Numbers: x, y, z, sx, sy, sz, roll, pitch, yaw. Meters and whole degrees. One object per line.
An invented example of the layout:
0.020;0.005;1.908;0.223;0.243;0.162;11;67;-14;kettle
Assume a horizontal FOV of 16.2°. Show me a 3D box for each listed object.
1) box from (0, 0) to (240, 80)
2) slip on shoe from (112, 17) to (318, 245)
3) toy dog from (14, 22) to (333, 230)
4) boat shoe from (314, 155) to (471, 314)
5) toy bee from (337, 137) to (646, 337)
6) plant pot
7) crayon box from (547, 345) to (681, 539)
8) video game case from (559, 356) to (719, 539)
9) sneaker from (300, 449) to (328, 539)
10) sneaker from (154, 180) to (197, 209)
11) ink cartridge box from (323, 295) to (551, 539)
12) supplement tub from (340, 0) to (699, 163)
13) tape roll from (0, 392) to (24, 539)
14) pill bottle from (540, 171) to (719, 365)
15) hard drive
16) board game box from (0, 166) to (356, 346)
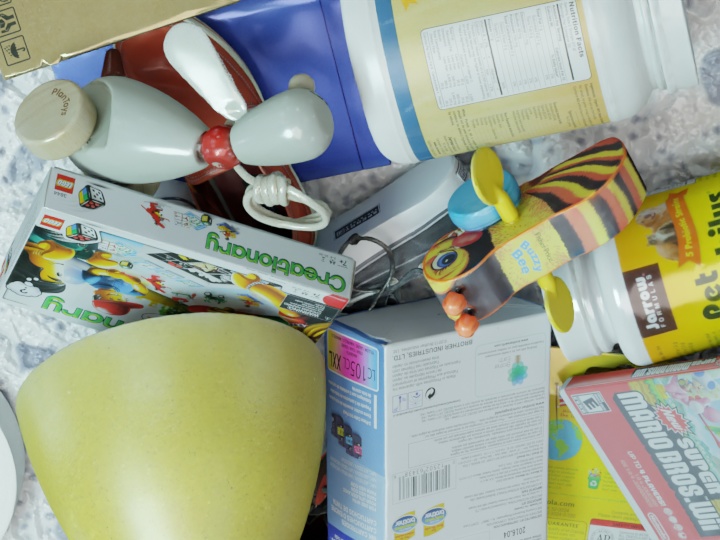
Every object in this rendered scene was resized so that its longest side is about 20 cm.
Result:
-0.176;-0.237;1.565;0.163;0.021;0.200;-17;95;9;box
-0.092;-0.082;1.614;0.074;0.061;0.200;-25;107;17;slip on shoe
-0.106;-0.099;1.538;0.200;0.096;0.132;5;154;10;toy dog
0.000;0.000;1.676;0.200;0.072;0.068;-33;114;15;boat shoe
0.086;-0.002;1.568;0.131;0.109;0.200;37;116;-21;toy bee
-0.109;0.136;1.590;0.200;0.142;0.200;-9;152;-5;plant pot
0.169;0.136;1.736;0.127;0.051;0.200;7;116;0;crayon box
0.238;0.117;1.628;0.200;0.017;0.143;-11;119;45;video game case
0.004;0.137;1.730;0.077;0.082;0.200;29;113;-10;sneaker
-0.127;0.037;1.687;0.073;0.071;0.200;2;122;-3;sneaker
0.050;0.123;1.668;0.136;0.076;0.200;-10;108;-31;ink cartridge box
0.098;-0.153;1.552;0.200;0.145;0.145;-12;114;9;supplement tub
-0.337;0.135;1.777;0.202;0.037;0.203;2;116;3;tape roll
0.219;-0.004;1.634;0.200;0.109;0.109;-16;113;11;pill bottle
-0.091;-0.112;1.649;0.200;0.025;0.132;-11;115;9;hard drive
-0.118;0.006;1.591;0.200;0.035;0.126;17;148;-13;board game box
